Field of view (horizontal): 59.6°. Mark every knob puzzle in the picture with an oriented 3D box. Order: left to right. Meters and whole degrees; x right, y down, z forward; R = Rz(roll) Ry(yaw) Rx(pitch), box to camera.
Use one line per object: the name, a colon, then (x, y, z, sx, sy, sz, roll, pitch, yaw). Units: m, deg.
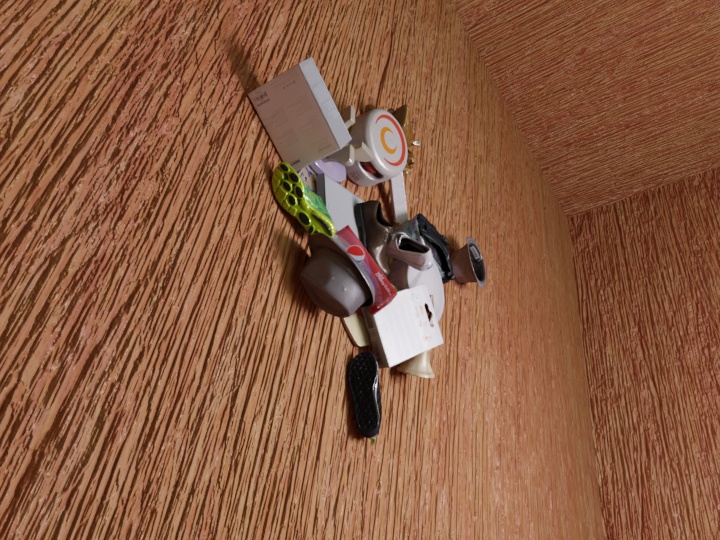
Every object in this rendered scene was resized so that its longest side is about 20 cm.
knob puzzle: (0.007, 0.093, 1.541, 0.216, 0.030, 0.226, 17, 65, -41)

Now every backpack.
backpack: (0.181, -0.062, 1.827, 0.200, 0.125, 0.169, 46, 24, -37)

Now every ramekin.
ramekin: (0.143, 0.052, 1.719, 0.201, 0.092, 0.208, 25, 60, -51)

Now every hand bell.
hand bell: (0.160, 0.163, 1.613, 0.103, 0.102, 0.206, 10, 92, -56)

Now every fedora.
fedora: (-0.064, 0.026, 1.361, 0.200, 0.176, 0.091, 47, 64, -9)
fedora: (0.359, -0.019, 2.137, 0.199, 0.088, 0.181, -25, 97, -66)

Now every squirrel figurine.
squirrel figurine: (0.107, -0.391, 1.907, 0.186, 0.138, 0.206, 14, 76, -67)

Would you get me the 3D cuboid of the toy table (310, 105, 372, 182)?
toy table: (-0.062, -0.312, 1.551, 0.199, 0.115, 0.188, 28, 49, -51)

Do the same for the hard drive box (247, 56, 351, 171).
hard drive box: (-0.136, -0.346, 1.419, 0.203, 0.153, 0.077, 63, 30, -16)

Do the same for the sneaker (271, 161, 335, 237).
sneaker: (-0.130, -0.152, 1.416, 0.202, 0.073, 0.084, 54, 10, -16)

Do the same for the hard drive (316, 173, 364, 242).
hard drive: (-0.043, -0.144, 1.580, 0.199, 0.026, 0.135, 27, 54, -56)

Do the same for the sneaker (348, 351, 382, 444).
sneaker: (0.013, 0.289, 1.435, 0.083, 0.070, 0.205, 66, 21, -62)

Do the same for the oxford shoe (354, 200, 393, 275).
oxford shoe: (0.047, -0.080, 1.603, 0.072, 0.083, 0.205, -26, 102, -64)

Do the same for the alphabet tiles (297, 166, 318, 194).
alphabet tiles: (-0.100, -0.176, 1.533, 0.169, 0.007, 0.201, 59, 32, -22)

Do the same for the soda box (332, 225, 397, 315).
soda box: (0.000, 0.000, 1.463, 0.063, 0.070, 0.202, -33, 81, -20)

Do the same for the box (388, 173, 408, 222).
box: (0.104, -0.243, 1.817, 0.039, 0.040, 0.206, -136, -144, -74)

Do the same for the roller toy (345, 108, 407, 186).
roller toy: (0.026, -0.327, 1.696, 0.198, 0.138, 0.187, -16, 92, -51)

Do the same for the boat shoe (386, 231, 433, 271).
boat shoe: (0.106, -0.069, 1.641, 0.074, 0.197, 0.066, -47, 146, -34)

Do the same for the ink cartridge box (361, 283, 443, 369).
ink cartridge box: (0.104, 0.133, 1.553, 0.197, 0.050, 0.166, -16, 88, -41)
